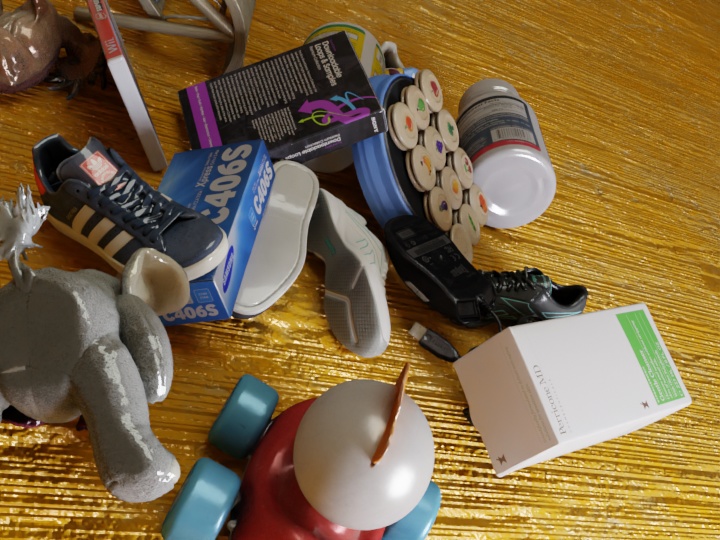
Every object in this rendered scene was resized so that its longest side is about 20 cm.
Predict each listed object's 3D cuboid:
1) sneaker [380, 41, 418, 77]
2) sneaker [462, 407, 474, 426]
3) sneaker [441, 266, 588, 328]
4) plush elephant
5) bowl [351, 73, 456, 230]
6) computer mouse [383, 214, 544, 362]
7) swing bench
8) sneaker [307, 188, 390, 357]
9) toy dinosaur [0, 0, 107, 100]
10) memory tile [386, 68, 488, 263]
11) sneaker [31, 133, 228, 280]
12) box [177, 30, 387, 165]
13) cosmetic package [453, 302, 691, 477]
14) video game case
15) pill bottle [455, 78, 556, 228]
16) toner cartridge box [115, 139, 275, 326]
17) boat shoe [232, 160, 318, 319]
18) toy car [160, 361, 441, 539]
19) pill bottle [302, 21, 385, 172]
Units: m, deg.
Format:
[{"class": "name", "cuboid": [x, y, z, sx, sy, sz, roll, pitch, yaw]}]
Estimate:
[{"class": "sneaker", "cuboid": [0.053, -0.208, 1.164, 0.074, 0.091, 0.201, 0, 47, -40]}, {"class": "sneaker", "cuboid": [0.163, 0.104, 0.903, 0.084, 0.075, 0.200, 36, 35, 3]}, {"class": "sneaker", "cuboid": [0.159, 0.023, 0.993, 0.197, 0.080, 0.076, 16, 40, -22]}, {"class": "plush elephant", "cuboid": [-0.193, 0.056, 0.618, 0.155, 0.162, 0.204, 37, 43, -80]}, {"class": "bowl", "cuboid": [0.057, -0.125, 1.023, 0.200, 0.039, 0.204, 32, 51, -51]}, {"class": "computer mouse", "cuboid": [0.076, 0.033, 0.892, 0.200, 0.046, 0.140, 42, 42, 18]}, {"class": "swing bench", "cuboid": [-0.209, -0.353, 1.084, 0.197, 0.130, 0.201, 22, 36, -18]}, {"class": "sneaker", "cuboid": [0.000, 0.000, 0.896, 0.079, 0.071, 0.202, 17, 39, -38]}, {"class": "toy dinosaur", "cuboid": [-0.321, -0.209, 0.873, 0.200, 0.085, 0.137, -41, 122, -35]}, {"class": "memory tile", "cuboid": [0.093, -0.115, 1.024, 0.202, 0.017, 0.154, 64, 32, -20]}, {"class": "sneaker", "cuboid": [-0.192, -0.055, 0.721, 0.197, 0.085, 0.075, 19, 49, 28]}, {"class": "box", "cuboid": [-0.084, -0.166, 0.948, 0.197, 0.036, 0.144, -21, 51, 0]}, {"class": "cosmetic package", "cuboid": [0.191, 0.102, 0.811, 0.198, 0.085, 0.109, -7, 67, -41]}, {"class": "video game case", "cuboid": [-0.241, -0.215, 0.899, 0.017, 0.144, 0.202, -21, 55, -8]}, {"class": "pill bottle", "cuboid": [0.182, -0.162, 1.193, 0.118, 0.120, 0.202, 21, 37, -18]}, {"class": "toner cartridge box", "cuboid": [-0.140, -0.037, 0.791, 0.093, 0.044, 0.202, -8, 39, 14]}, {"class": "boat shoe", "cuboid": [-0.089, -0.022, 0.852, 0.073, 0.061, 0.202, 20, 45, -8]}, {"class": "toy car", "cuboid": [-0.005, 0.127, 0.626, 0.183, 0.201, 0.178, 31, 35, -5]}, {"class": "pill bottle", "cuboid": [-0.031, -0.203, 1.071, 0.111, 0.113, 0.202, 25, 36, -13]}]
